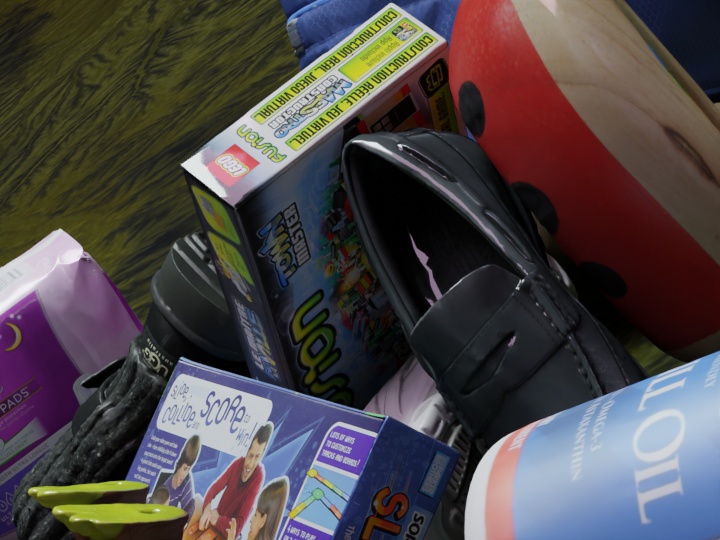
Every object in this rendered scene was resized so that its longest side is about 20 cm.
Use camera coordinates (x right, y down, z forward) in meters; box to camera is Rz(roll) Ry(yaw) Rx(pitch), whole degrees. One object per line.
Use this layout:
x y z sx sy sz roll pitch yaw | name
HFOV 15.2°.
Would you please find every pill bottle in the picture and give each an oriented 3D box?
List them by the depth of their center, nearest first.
0.139 0.067 0.760 0.199 0.113 0.112 -24 19 27 | pill bottle

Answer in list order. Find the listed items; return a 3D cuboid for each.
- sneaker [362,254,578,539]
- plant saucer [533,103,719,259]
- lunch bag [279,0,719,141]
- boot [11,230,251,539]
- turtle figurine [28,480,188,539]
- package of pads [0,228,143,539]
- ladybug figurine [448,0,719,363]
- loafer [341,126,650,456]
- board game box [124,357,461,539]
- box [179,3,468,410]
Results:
0.027 0.058 1.057 0.099 0.078 0.200 -25 17 35 | sneaker
0.126 -0.045 1.179 0.199 0.030 0.200 -24 6 3 | plant saucer
0.066 -0.114 1.149 0.199 0.133 0.136 -20 -4 39 | lunch bag
-0.053 0.055 1.204 0.211 0.079 0.158 -4 -48 -51 | boot
-0.084 0.157 0.896 0.064 0.162 0.200 3 5 -4 | turtle figurine
-0.187 0.084 1.287 0.200 0.121 0.076 -37 17 -12 | package of pads
0.099 -0.039 0.992 0.072 0.200 0.136 -40 8 11 | ladybug figurine
0.049 0.028 0.961 0.068 0.070 0.201 -50 49 28 | loafer
-0.046 0.109 1.003 0.136 0.034 0.200 -66 24 -6 | board game box
0.000 0.000 1.080 0.110 0.200 0.035 -39 53 -19 | box
